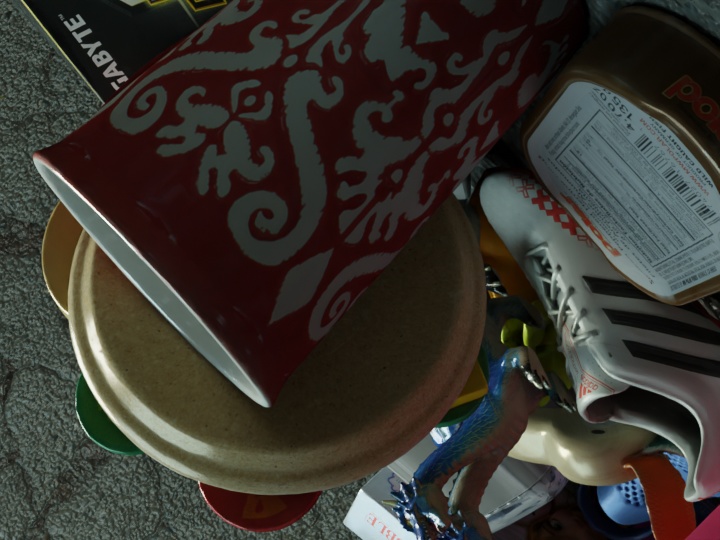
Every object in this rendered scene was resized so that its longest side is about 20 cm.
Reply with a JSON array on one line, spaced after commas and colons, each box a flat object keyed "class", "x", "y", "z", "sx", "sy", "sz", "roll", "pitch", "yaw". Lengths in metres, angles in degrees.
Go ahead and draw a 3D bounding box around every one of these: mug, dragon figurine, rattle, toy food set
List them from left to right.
[{"class": "toy food set", "x": -0.040, "y": 0.014, "z": 0.689, "sx": 0.049, "sy": 0.198, "sz": 0.200, "roll": 95, "pitch": 155, "yaw": -63}, {"class": "mug", "x": -0.028, "y": -0.076, "z": 0.616, "sx": 0.177, "sy": 0.200, "sz": 0.134, "roll": 42, "pitch": 170, "yaw": 24}, {"class": "dragon figurine", "x": 0.044, "y": 0.050, "z": 0.755, "sx": 0.059, "sy": 0.099, "sz": 0.201, "roll": 37, "pitch": -153, "yaw": -48}, {"class": "rattle", "x": 0.126, "y": 0.039, "z": 0.773, "sx": 0.200, "sy": 0.128, "sz": 0.145, "roll": -110, "pitch": 24, "yaw": -73}]

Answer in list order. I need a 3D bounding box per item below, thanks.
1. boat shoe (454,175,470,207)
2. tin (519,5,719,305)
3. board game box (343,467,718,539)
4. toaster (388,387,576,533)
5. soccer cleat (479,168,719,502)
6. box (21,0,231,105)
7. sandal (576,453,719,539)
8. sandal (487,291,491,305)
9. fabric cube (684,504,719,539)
[{"class": "boat shoe", "x": 0.026, "y": -0.071, "z": 0.797, "sx": 0.202, "sy": 0.064, "sz": 0.075, "roll": 67, "pitch": -159, "yaw": -84}, {"class": "tin", "x": 0.119, "y": -0.041, "z": 0.615, "sx": 0.112, "sy": 0.042, "sz": 0.200, "roll": 52, "pitch": 173, "yaw": 4}, {"class": "board game box", "x": 0.124, "y": 0.167, "z": 1.003, "sx": 0.199, "sy": 0.199, "sz": 0.041, "roll": 37, "pitch": 133, "yaw": 15}, {"class": "toaster", "x": 0.072, "y": 0.071, "z": 0.943, "sx": 0.129, "sy": 0.113, "sz": 0.201, "roll": 43, "pitch": -142, "yaw": -11}, {"class": "soccer cleat", "x": 0.119, "y": 0.025, "z": 0.726, "sx": 0.200, "sy": 0.085, "sz": 0.069, "roll": 43, "pitch": 159, "yaw": 22}, {"class": "box", "x": -0.086, "y": -0.168, "z": 0.662, "sx": 0.201, "sy": 0.158, "sz": 0.050, "roll": 55, "pitch": -167, "yaw": -43}, {"class": "sandal", "x": 0.180, "y": 0.122, "z": 0.909, "sx": 0.080, "sy": 0.087, "sz": 0.200, "roll": 48, "pitch": 171, "yaw": 14}, {"class": "sandal", "x": 0.000, "y": 0.000, "z": 0.815, "sx": 0.054, "sy": 0.081, "sz": 0.199, "roll": -2, "pitch": 179, "yaw": 40}, {"class": "fabric cube", "x": 0.224, "y": 0.192, "z": 0.566, "sx": 0.200, "sy": 0.199, "sz": 0.196, "roll": 51, "pitch": 171, "yaw": -21}]
